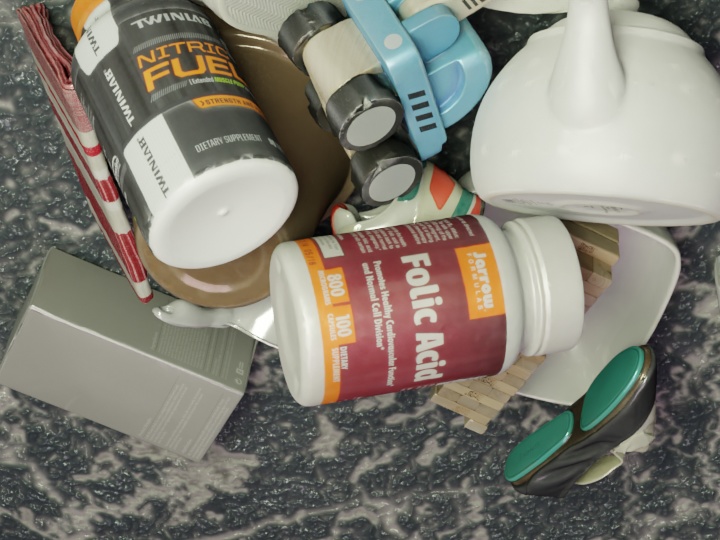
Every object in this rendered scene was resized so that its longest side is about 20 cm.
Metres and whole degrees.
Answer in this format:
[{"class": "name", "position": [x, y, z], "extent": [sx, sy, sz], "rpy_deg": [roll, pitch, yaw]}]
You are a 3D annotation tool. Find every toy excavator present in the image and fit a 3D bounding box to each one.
[{"class": "toy excavator", "position": [0.052, -0.166, 1.049], "extent": [0.199, 0.100, 0.195], "rpy_deg": [-29, 147, -4]}]

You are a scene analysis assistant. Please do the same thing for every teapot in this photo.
[{"class": "teapot", "position": [0.170, -0.111, 1.078], "extent": [0.196, 0.147, 0.200], "rpy_deg": [8, 175, -26]}]

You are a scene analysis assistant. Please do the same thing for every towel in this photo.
[{"class": "towel", "position": [-0.204, -0.089, 1.206], "extent": [0.023, 0.144, 0.201], "rpy_deg": [-23, 130, -11]}]

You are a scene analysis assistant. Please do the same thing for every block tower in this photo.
[{"class": "block tower", "position": [0.122, 0.040, 1.237], "extent": [0.058, 0.054, 0.200], "rpy_deg": [24, 128, -13]}]

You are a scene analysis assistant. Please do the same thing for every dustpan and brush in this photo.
[{"class": "dustpan and brush", "position": [-0.084, 0.031, 1.238], "extent": [0.200, 0.139, 0.057], "rpy_deg": [21, 103, -55]}]

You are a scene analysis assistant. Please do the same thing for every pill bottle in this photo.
[{"class": "pill bottle", "position": [-0.126, -0.108, 1.055], "extent": [0.106, 0.201, 0.106], "rpy_deg": [-22, 150, -13]}, {"class": "pill bottle", "position": [0.045, 0.023, 1.099], "extent": [0.199, 0.114, 0.115], "rpy_deg": [-9, 132, -12]}]

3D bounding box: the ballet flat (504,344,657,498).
[{"class": "ballet flat", "position": [0.196, 0.129, 1.296], "extent": [0.073, 0.073, 0.200], "rpy_deg": [26, 135, -16]}]

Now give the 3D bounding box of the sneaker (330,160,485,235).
[{"class": "sneaker", "position": [0.000, 0.000, 1.186], "extent": [0.093, 0.070, 0.200], "rpy_deg": [38, 98, -10]}]

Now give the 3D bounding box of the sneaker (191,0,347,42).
[{"class": "sneaker", "position": [-0.055, -0.196, 1.128], "extent": [0.200, 0.115, 0.074], "rpy_deg": [19, 104, -49]}]

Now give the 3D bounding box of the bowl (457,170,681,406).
[{"class": "bowl", "position": [0.139, 0.003, 1.286], "extent": [0.199, 0.075, 0.201], "rpy_deg": [16, 131, -7]}]

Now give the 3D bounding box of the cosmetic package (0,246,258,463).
[{"class": "cosmetic package", "position": [-0.202, 0.074, 1.379], "extent": [0.199, 0.090, 0.107], "rpy_deg": [27, 128, -13]}]

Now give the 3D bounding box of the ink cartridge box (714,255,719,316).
[{"class": "ink cartridge box", "position": [0.400, 0.047, 1.313], "extent": [0.199, 0.057, 0.163], "rpy_deg": [-5, 130, 17]}]

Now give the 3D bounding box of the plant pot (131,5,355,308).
[{"class": "plant pot", "position": [-0.097, -0.071, 1.183], "extent": [0.199, 0.175, 0.201], "rpy_deg": [3, 130, 4]}]

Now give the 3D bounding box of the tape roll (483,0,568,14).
[{"class": "tape roll", "position": [0.114, -0.272, 1.055], "extent": [0.201, 0.071, 0.203], "rpy_deg": [3, 130, 3]}]
